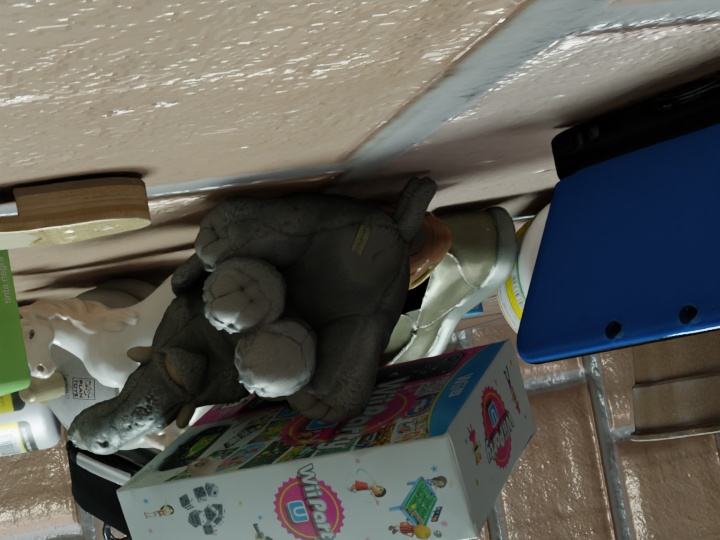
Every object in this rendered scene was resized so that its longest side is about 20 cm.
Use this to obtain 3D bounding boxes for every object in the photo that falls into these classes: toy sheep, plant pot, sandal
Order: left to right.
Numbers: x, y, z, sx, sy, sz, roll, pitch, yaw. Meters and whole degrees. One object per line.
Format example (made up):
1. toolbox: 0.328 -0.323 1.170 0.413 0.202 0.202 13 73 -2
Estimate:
1. sandal: -0.199 0.009 0.674 0.212 0.070 0.078 -10 175 -2
2. toy sheep: -0.170 0.068 1.068 0.138 0.138 0.200 -14 -176 39
3. plant pot: 0.331 0.044 1.357 0.200 0.198 0.200 -9 176 -1

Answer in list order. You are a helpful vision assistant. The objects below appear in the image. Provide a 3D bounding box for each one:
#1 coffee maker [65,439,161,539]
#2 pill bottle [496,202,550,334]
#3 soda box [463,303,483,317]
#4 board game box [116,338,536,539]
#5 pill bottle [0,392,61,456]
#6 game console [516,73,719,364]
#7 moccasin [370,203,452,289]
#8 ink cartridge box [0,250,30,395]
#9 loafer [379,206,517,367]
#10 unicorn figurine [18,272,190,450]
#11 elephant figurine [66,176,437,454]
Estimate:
1. coffee maker: -0.124 0.182 1.179 0.200 0.192 0.135 26 -127 36
2. pill bottle: 0.160 0.006 1.090 0.113 0.113 0.200 -10 174 -3
3. soda box: 0.008 0.018 1.204 0.200 0.064 0.068 -4 172 -44
4. board game box: -0.014 0.108 0.842 0.200 0.064 0.148 -12 -168 22
5. pill bottle: -0.342 0.099 1.149 0.200 0.113 0.112 -9 175 -8
6. game console: 0.187 -0.033 0.691 0.171 0.118 0.200 -6 174 -36
7. moccasin: 0.000 -0.002 0.982 0.078 0.074 0.201 1 161 -22
8. ink cartridge box: -0.306 0.047 0.802 0.200 0.084 0.145 -6 173 -40
9. loafer: 0.039 0.013 1.072 0.070 0.075 0.200 7 144 -25
10. unicorn figurine: -0.140 0.051 0.968 0.200 0.137 0.074 -33 176 -12
11. elephant figurine: -0.067 0.030 0.856 0.155 0.142 0.200 9 161 -25
